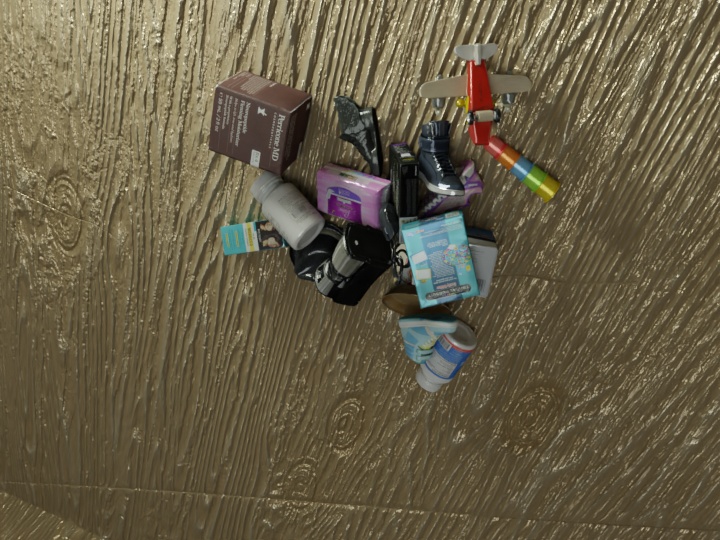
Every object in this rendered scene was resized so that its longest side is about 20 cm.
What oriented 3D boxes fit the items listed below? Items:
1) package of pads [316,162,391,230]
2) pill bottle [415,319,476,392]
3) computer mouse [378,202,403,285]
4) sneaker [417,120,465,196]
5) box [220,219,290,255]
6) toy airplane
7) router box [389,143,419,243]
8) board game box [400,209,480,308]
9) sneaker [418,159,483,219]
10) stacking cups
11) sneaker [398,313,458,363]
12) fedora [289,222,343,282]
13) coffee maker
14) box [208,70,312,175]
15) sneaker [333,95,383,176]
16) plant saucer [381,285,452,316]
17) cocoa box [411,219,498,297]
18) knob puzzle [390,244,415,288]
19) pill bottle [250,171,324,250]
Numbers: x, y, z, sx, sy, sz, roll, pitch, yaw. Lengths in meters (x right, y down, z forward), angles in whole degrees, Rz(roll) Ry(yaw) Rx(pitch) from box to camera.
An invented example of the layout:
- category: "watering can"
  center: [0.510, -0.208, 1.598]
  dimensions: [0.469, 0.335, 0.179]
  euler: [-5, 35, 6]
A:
- category: "package of pads"
  center: [-0.016, -0.187, 1.573]
  dimensions: [0.196, 0.076, 0.123]
  euler: [20, 128, 26]
- category: "pill bottle"
  center: [0.234, 0.243, 1.735]
  dimensions: [0.110, 0.113, 0.202]
  euler: [28, 123, 0]
- category: "computer mouse"
  center: [0.070, -0.065, 1.474]
  dimensions: [0.033, 0.206, 0.058]
  euler: [0, 162, -27]
- category: "sneaker"
  center: [0.190, -0.266, 1.439]
  dimensions: [0.075, 0.203, 0.150]
  euler: [-3, 119, -23]
- category: "box"
  center: [-0.294, -0.096, 1.737]
  dimensions: [0.195, 0.049, 0.085]
  euler: [-7, 95, 21]
- category: "toy airplane"
  center: [0.256, -0.403, 1.383]
  dimensions: [0.199, 0.141, 0.200]
  euler: [39, 84, 3]
- category: "router box"
  center: [0.104, -0.191, 1.517]
  dimensions: [0.050, 0.150, 0.205]
  euler: [-4, 119, -6]
- category: "board game box"
  center: [0.191, -0.026, 1.465]
  dimensions: [0.147, 0.047, 0.205]
  euler: [-13, 110, 10]
- category: "sneaker"
  center: [0.226, -0.179, 1.535]
  dimensions: [0.088, 0.081, 0.199]
  euler: [41, 122, -19]
- category: "stacking cups"
  center: [0.379, -0.244, 1.458]
  dimensions: [0.198, 0.061, 0.061]
  euler: [37, 122, -5]
- category: "sneaker"
  center: [0.189, 0.186, 1.650]
  dimensions: [0.198, 0.078, 0.135]
  euler: [-3, 97, 52]
- category: "fedora"
  center: [-0.120, -0.032, 1.705]
  dimensions: [0.195, 0.092, 0.206]
  euler: [7, 119, 13]
- category: "coffee maker"
  center: [0.000, 0.000, 1.566]
  dimensions: [0.190, 0.136, 0.201]
  euler: [33, 139, -6]
- category: "box"
  center: [-0.246, -0.367, 1.523]
  dimensions: [0.195, 0.165, 0.169]
  euler: [20, 122, 5]
- category: "sneaker"
  center: [-0.006, -0.333, 1.533]
  dimensions: [0.101, 0.060, 0.205]
  euler: [-2, 111, 16]
- category: "plant saucer"
  center: [0.154, 0.085, 1.670]
  dimensions: [0.195, 0.036, 0.201]
  euler: [12, 160, 4]
- category: "cocoa box"
  center: [0.232, -0.034, 1.555]
  dimensions: [0.194, 0.132, 0.137]
  euler: [9, 113, 2]
- category: "knob puzzle"
  center: [0.182, -0.029, 1.650]
  dimensions: [0.213, 0.031, 0.226]
  euler: [2, 113, 5]
- category: "pill bottle"
  center: [-0.195, -0.164, 1.628]
  dimensions: [0.200, 0.114, 0.115]
  euler: [47, 122, 10]
